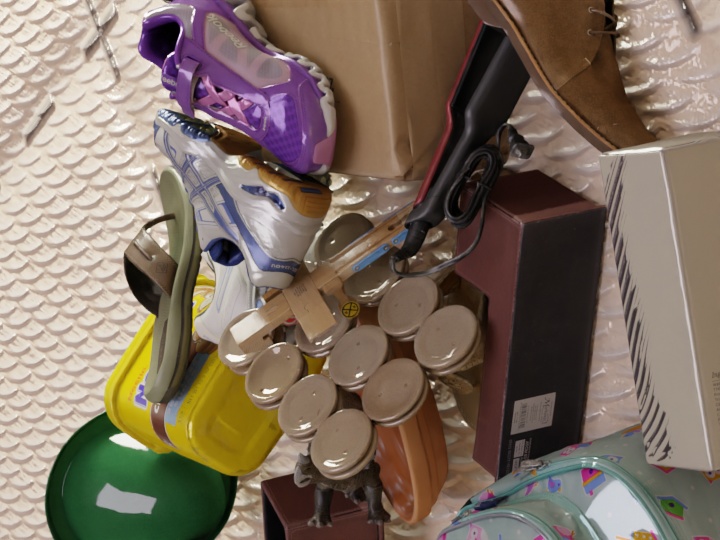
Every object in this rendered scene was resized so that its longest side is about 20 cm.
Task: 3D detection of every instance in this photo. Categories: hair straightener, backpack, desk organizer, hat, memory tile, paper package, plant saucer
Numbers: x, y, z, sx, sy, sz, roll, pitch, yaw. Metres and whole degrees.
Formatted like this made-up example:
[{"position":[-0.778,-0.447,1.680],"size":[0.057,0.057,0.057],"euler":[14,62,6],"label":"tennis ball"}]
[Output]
[{"position":[0.076,-0.083,1.583],"size":[0.077,0.041,0.200],"euler":[21,82,53],"label":"hair straightener"},{"position":[0.159,0.197,1.544],"size":[0.200,0.153,0.176],"euler":[-31,79,45],"label":"backpack"},{"position":[0.109,0.038,1.638],"size":[0.077,0.072,0.200],"euler":[37,131,49],"label":"desk organizer"},{"position":[-0.149,0.208,1.997],"size":[0.176,0.200,0.166],"euler":[-145,38,-64],"label":"hat"},{"position":[-0.011,0.051,1.672],"size":[0.017,0.153,0.200],"euler":[45,179,-41],"label":"memory tile"},{"position":[0.004,-0.167,1.696],"size":[0.200,0.103,0.191],"euler":[9,108,57],"label":"paper package"},{"position":[-0.027,0.254,1.876],"size":[0.072,0.077,0.200],"euler":[-125,27,-55],"label":"desk organizer"},{"position":[0.020,0.089,1.776],"size":[0.200,0.037,0.201],"euler":[162,90,-80],"label":"plant saucer"}]

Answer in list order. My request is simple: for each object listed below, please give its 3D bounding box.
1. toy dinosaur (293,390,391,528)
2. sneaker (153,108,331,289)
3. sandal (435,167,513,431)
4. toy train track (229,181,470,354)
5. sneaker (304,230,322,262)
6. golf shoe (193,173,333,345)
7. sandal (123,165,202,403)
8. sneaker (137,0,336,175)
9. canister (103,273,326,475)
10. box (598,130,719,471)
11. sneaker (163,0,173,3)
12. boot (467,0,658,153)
[{"position":[-0.013,0.128,1.768],"size":[0.200,0.077,0.103],"euler":[-89,2,-70],"label":"toy dinosaur"},{"position":[-0.102,-0.053,1.713],"size":[0.200,0.075,0.088],"euler":[37,110,51],"label":"sneaker"},{"position":[0.065,0.027,1.702],"size":[0.078,0.070,0.212],"euler":[39,133,44],"label":"sandal"},{"position":[0.000,0.000,1.672],"size":[0.033,0.200,0.115],"euler":[53,-176,-34],"label":"toy train track"},{"position":[-0.081,-0.024,1.907],"size":[0.200,0.080,0.071],"euler":[54,140,30],"label":"sneaker"},{"position":[-0.081,-0.034,1.822],"size":[0.097,0.078,0.200],"euler":[-4,61,27],"label":"golf shoe"},{"position":[-0.159,0.005,1.865],"size":[0.080,0.057,0.201],"euler":[120,157,-61],"label":"sandal"},{"position":[-0.092,-0.131,1.681],"size":[0.200,0.088,0.081],"euler":[48,136,36],"label":"sneaker"},{"position":[-0.118,0.084,1.922],"size":[0.149,0.086,0.200],"euler":[-58,22,-10],"label":"canister"},{"position":[0.210,0.018,1.463],"size":[0.068,0.082,0.201],"euler":[-1,99,59],"label":"box"},{"position":[-0.109,-0.209,1.867],"size":[0.200,0.095,0.079],"euler":[53,140,30],"label":"sneaker"},{"position":[0.142,-0.144,1.525],"size":[0.075,0.074,0.200],"euler":[-39,78,13],"label":"boot"}]
